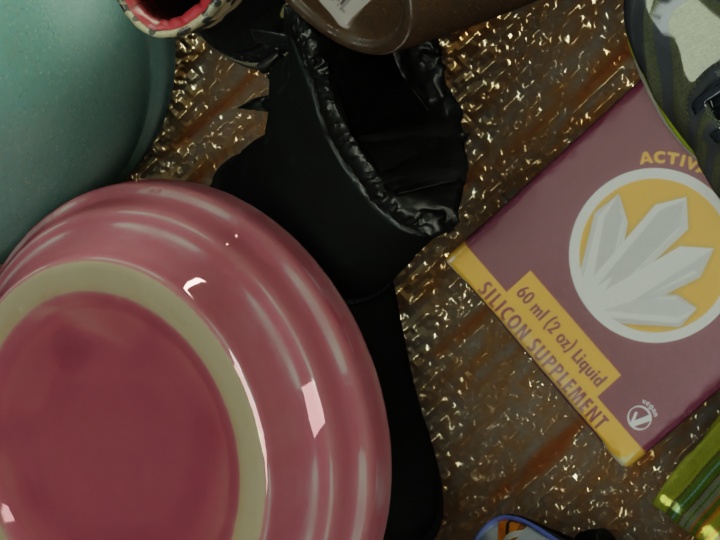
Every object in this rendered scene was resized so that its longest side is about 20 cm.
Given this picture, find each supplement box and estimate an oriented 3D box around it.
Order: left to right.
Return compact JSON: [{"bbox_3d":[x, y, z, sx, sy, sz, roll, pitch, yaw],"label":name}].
[{"bbox_3d":[0.146,-0.032,0.933,0.200,0.086,0.110,-43,83,12],"label":"supplement box"}]

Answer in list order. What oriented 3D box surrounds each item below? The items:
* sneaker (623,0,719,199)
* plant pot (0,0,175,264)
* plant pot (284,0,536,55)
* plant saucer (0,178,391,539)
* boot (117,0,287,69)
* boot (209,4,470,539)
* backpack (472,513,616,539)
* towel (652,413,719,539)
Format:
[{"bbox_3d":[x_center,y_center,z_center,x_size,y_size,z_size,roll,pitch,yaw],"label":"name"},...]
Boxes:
[{"bbox_3d":[0.161,-0.033,0.843,0.074,0.081,0.201,-36,87,12],"label":"sneaker"},{"bbox_3d":[-0.191,-0.075,0.948,0.199,0.134,0.202,10,125,15],"label":"plant pot"},{"bbox_3d":[0.051,-0.173,0.856,0.187,0.187,0.200,44,67,7],"label":"plant pot"},{"bbox_3d":[-0.083,0.067,0.908,0.199,0.051,0.202,7,102,33],"label":"plant saucer"},{"bbox_3d":[-0.030,-0.178,0.932,0.073,0.154,0.205,21,98,12],"label":"boot"},{"bbox_3d":[0.001,0.000,0.920,0.073,0.163,0.200,-11,70,-25],"label":"boot"},{"bbox_3d":[0.072,0.204,0.885,0.153,0.200,0.192,18,95,-31],"label":"backpack"},{"bbox_3d":[0.208,0.127,0.906,0.200,0.018,0.086,43,121,16],"label":"towel"}]
